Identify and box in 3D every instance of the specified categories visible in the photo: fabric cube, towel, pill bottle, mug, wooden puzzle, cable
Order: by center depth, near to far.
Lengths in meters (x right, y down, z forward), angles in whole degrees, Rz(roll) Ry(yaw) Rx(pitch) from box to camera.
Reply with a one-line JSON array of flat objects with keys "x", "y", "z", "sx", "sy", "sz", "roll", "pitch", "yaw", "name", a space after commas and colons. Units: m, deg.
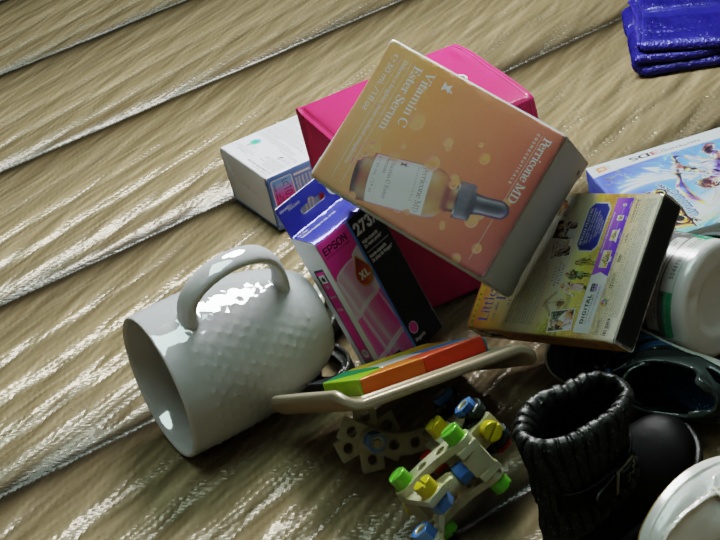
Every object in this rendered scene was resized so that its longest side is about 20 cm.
[{"x": 0.035, "y": 0.094, "z": 1.477, "sx": 0.199, "sy": 0.037, "sz": 0.185, "roll": -13, "pitch": -1, "yaw": -23, "name": "wooden puzzle"}, {"x": 0.260, "y": 0.012, "z": 1.546, "sx": 0.113, "sy": 0.114, "sz": 0.199, "roll": -35, "pitch": 32, "yaw": -33, "name": "pill bottle"}, {"x": -0.121, "y": 0.059, "z": 1.551, "sx": 0.175, "sy": 0.201, "sz": 0.148, "roll": -25, "pitch": 50, "yaw": -22, "name": "mug"}, {"x": -0.048, "y": 0.057, "z": 1.674, "sx": 0.097, "sy": 0.051, "sz": 0.200, "roll": -13, "pitch": 29, "yaw": 11, "name": "cable"}, {"x": 0.073, "y": -0.099, "z": 1.740, "sx": 0.198, "sy": 0.201, "sz": 0.196, "roll": -22, "pitch": 31, "yaw": -13, "name": "fabric cube"}, {"x": 0.423, "y": -0.325, "z": 2.141, "sx": 0.147, "sy": 0.050, "sz": 0.200, "roll": -9, "pitch": 29, "yaw": 10, "name": "towel"}]

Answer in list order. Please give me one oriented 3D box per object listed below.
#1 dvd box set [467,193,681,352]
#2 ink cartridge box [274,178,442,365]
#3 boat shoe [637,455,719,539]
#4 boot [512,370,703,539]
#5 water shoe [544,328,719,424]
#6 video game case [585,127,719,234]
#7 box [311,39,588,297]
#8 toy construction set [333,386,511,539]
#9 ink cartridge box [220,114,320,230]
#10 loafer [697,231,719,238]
[{"x": 0.194, "y": -0.001, "z": 1.501, "sx": 0.200, "sy": 0.029, "sz": 0.147, "roll": 2, "pitch": 68, "yaw": 53, "name": "dvd box set"}, {"x": 0.000, "y": 0.000, "z": 1.601, "sx": 0.037, "sy": 0.201, "sz": 0.095, "roll": -16, "pitch": 19, "yaw": 50, "name": "ink cartridge box"}, {"x": 0.305, "y": 0.183, "z": 1.273, "sx": 0.199, "sy": 0.071, "sz": 0.069, "roll": -28, "pitch": 30, "yaw": -26, "name": "boat shoe"}, {"x": 0.206, "y": 0.139, "z": 1.304, "sx": 0.079, "sy": 0.159, "sz": 0.211, "roll": 10, "pitch": 37, "yaw": 36, "name": "boot"}, {"x": 0.243, "y": 0.087, "z": 1.446, "sx": 0.199, "sy": 0.072, "sz": 0.079, "roll": 11, "pitch": 5, "yaw": 37, "name": "water shoe"}, {"x": 0.361, "y": -0.080, "z": 1.741, "sx": 0.180, "sy": 0.046, "sz": 0.200, "roll": -18, "pitch": 29, "yaw": -5, "name": "video game case"}, {"x": 0.085, "y": -0.095, "z": 1.508, "sx": 0.199, "sy": 0.106, "sz": 0.153, "roll": 31, "pitch": 91, "yaw": 22, "name": "box"}, {"x": 0.060, "y": 0.164, "z": 1.410, "sx": 0.131, "sy": 0.092, "sz": 0.200, "roll": -47, "pitch": 28, "yaw": -6, "name": "toy construction set"}, {"x": -0.052, "y": -0.139, "z": 1.993, "sx": 0.199, "sy": 0.077, "sz": 0.136, "roll": -27, "pitch": 32, "yaw": -19, "name": "ink cartridge box"}, {"x": 0.373, "y": 0.019, "z": 1.539, "sx": 0.063, "sy": 0.072, "sz": 0.200, "roll": -34, "pitch": 36, "yaw": -23, "name": "loafer"}]
